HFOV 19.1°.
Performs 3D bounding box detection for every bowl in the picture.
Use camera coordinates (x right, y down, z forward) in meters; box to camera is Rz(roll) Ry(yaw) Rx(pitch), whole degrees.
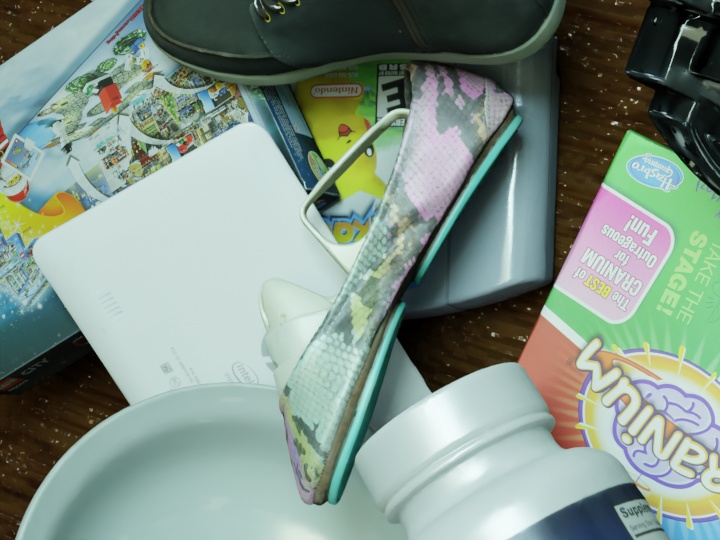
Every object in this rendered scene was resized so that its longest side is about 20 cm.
[{"bbox_3d":[-0.057,0.158,0.936,0.200,0.090,0.202,5,63,-9],"label":"bowl"}]

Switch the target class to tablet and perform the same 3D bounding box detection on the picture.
[{"bbox_3d":[-0.048,0.043,0.974,0.130,0.014,0.200,-27,104,19],"label":"tablet"}]

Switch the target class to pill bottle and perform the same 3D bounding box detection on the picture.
[{"bbox_3d":[0.080,0.142,0.858,0.111,0.111,0.200,-36,72,17],"label":"pill bottle"}]

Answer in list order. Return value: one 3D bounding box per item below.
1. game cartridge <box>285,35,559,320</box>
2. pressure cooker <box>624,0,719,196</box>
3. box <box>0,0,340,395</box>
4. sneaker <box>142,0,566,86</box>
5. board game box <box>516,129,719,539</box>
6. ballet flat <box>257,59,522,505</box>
[{"bbox_3d":[-0.006,-0.043,1.000,0.199,0.040,0.134,0,89,24],"label":"game cartridge"},{"bbox_3d":[0.203,-0.108,0.833,0.175,0.179,0.201,22,94,21],"label":"pressure cooker"},{"bbox_3d":[-0.123,-0.047,1.013,0.200,0.038,0.137,-30,74,20],"label":"box"},{"bbox_3d":[-0.023,-0.132,0.892,0.199,0.106,0.075,-1,73,28],"label":"sneaker"},{"bbox_3d":[0.142,0.062,0.921,0.153,0.040,0.201,27,97,24],"label":"board game box"},{"bbox_3d":[0.000,0.000,0.920,0.071,0.069,0.201,25,82,2],"label":"ballet flat"}]
